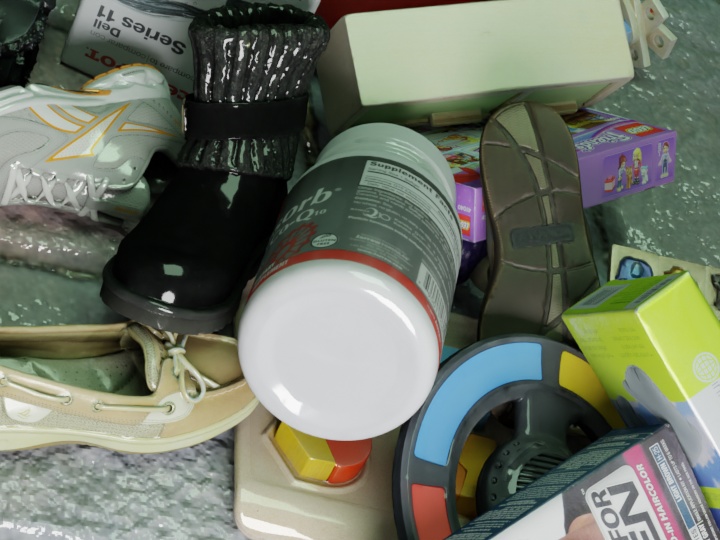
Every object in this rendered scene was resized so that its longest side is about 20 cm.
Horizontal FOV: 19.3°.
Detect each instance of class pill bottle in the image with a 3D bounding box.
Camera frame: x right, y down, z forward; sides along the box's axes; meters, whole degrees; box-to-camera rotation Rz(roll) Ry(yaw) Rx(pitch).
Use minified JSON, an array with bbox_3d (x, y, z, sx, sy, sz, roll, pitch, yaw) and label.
[{"bbox_3d":[0.000,0.000,1.250,0.115,0.116,0.200,25,31,-6],"label":"pill bottle"}]

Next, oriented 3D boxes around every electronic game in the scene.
[{"bbox_3d":[0.104,0.135,1.234,0.199,0.042,0.202,10,71,-31],"label":"electronic game"}]

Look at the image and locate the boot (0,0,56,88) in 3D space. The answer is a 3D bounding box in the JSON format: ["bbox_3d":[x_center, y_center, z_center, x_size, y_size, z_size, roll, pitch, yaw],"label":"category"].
[{"bbox_3d":[-0.272,-0.206,1.374,0.161,0.074,0.199,19,50,-9],"label":"boot"}]

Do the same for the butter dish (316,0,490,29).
[{"bbox_3d":[0.017,-0.269,1.502,0.198,0.148,0.201,-13,49,6],"label":"butter dish"}]

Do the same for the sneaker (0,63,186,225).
[{"bbox_3d":[-0.176,-0.064,1.294,0.199,0.076,0.092,-21,67,-40],"label":"sneaker"}]

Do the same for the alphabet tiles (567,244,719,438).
[{"bbox_3d":[0.215,0.073,1.346,0.198,0.008,0.169,12,66,-12],"label":"alphabet tiles"}]

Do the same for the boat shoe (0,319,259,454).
[{"bbox_3d":[-0.144,0.056,1.192,0.199,0.063,0.074,0,44,-24],"label":"boat shoe"}]

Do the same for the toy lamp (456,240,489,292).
[{"bbox_3d":[0.136,0.046,1.376,0.200,0.058,0.058,40,43,9],"label":"toy lamp"}]

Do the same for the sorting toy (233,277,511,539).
[{"bbox_3d":[0.012,0.088,1.280,0.184,0.037,0.201,15,44,-17],"label":"sorting toy"}]

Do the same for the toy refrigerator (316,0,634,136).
[{"bbox_3d":[0.077,-0.137,1.424,0.198,0.076,0.071,-8,81,-20],"label":"toy refrigerator"}]

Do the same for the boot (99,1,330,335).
[{"bbox_3d":[-0.086,-0.067,1.252,0.079,0.159,0.211,17,25,8],"label":"boot"}]

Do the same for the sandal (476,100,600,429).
[{"bbox_3d":[0.104,-0.002,1.316,0.081,0.055,0.202,-6,83,-5],"label":"sandal"}]

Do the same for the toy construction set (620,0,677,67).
[{"bbox_3d":[0.151,-0.200,1.593,0.199,0.093,0.131,-11,35,-44],"label":"toy construction set"}]

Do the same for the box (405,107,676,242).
[{"bbox_3d":[0.099,-0.073,1.433,0.199,0.039,0.136,-17,25,-39],"label":"box"}]

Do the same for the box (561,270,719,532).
[{"bbox_3d":[0.201,0.098,1.220,0.047,0.122,0.201,-33,96,-14],"label":"box"}]

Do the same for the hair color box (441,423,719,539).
[{"bbox_3d":[0.106,0.174,1.171,0.199,0.060,0.101,-29,96,-28],"label":"hair color box"}]

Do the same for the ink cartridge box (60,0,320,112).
[{"bbox_3d":[-0.095,-0.197,1.371,0.146,0.201,0.083,23,45,-7],"label":"ink cartridge box"}]
